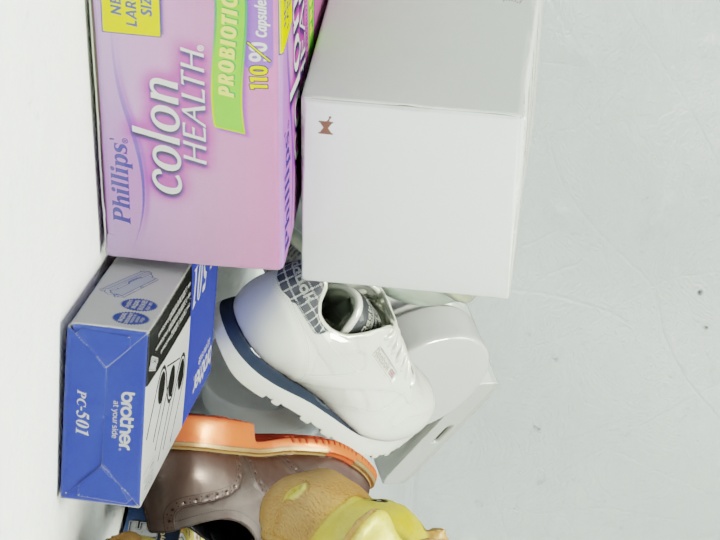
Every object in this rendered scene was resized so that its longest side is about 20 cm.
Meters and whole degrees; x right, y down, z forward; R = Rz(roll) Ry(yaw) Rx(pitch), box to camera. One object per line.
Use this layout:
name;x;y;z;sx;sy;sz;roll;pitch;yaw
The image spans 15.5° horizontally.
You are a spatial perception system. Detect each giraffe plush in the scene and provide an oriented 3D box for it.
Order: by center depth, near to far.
giraffe plush;-0.030;0.173;1.343;0.162;0.200;0.173;-48;178;11

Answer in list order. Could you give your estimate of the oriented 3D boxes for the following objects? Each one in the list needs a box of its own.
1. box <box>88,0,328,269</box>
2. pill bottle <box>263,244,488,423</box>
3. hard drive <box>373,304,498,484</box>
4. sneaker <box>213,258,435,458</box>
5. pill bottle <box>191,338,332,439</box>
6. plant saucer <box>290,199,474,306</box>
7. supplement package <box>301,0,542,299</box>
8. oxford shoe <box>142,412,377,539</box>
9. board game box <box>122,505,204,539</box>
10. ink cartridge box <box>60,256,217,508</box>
box;-0.072;-0.132;1.378;0.200;0.096;0.177;-77;170;-53
pill bottle;0.000;0.000;1.721;0.114;0.113;0.201;87;-21;-55
hard drive;0.021;0.027;1.811;0.132;0.026;0.201;-49;-128;43
sneaker;-0.003;0.049;1.545;0.200;0.080;0.077;28;30;-54
pill bottle;-0.058;0.131;1.672;0.112;0.111;0.201;-79;171;-47
plant saucer;-0.020;-0.035;1.582;0.050;0.200;0.200;-48;176;4
supplement package;0.036;-0.092;1.439;0.200;0.116;0.118;-77;171;-55
oxford shoe;-0.061;0.127;1.507;0.200;0.071;0.073;15;75;-51
board game box;-0.114;0.208;1.558;0.136;0.034;0.201;-79;172;-45
ink cartridge box;-0.112;0.041;1.381;0.200;0.044;0.095;-69;165;-71
